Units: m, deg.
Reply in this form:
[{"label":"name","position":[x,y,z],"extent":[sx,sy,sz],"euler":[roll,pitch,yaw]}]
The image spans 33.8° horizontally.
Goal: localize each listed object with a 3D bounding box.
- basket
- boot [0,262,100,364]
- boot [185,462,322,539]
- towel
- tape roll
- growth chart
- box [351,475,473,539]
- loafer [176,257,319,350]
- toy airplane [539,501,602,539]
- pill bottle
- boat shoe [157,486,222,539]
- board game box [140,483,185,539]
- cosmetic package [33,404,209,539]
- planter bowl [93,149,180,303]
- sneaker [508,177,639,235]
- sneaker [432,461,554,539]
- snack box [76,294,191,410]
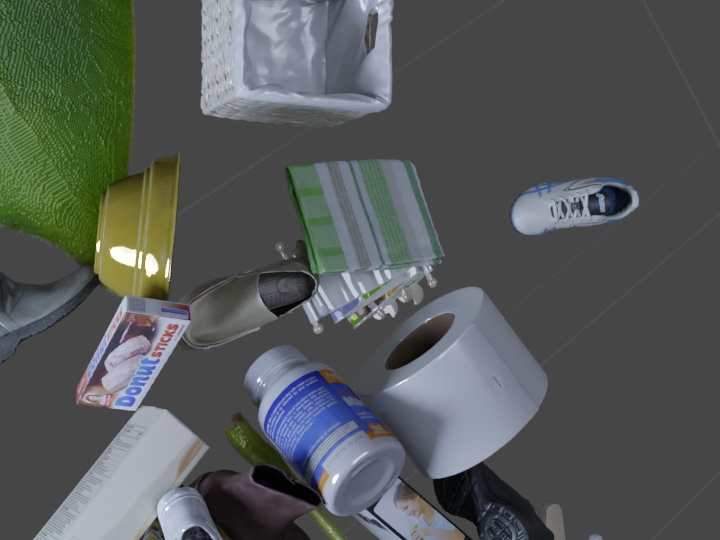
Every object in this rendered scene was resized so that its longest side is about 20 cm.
[{"label":"basket","position":[-0.079,-0.282,1.418],"extent":[0.199,0.161,0.200],"euler":[2,85,-25]},{"label":"boot","position":[-0.391,0.018,1.300],"extent":[0.200,0.068,0.131],"euler":[-39,97,-24]},{"label":"boot","position":[-0.095,0.285,1.351],"extent":[0.200,0.166,0.073],"euler":[34,54,-28]},{"label":"towel","position":[0.004,-0.067,1.480],"extent":[0.199,0.031,0.150],"euler":[-6,71,-37]},{"label":"tape roll","position":[0.111,0.136,1.454],"extent":[0.203,0.202,0.139],"euler":[-43,105,-22]},{"label":"growth chart","position":[0.000,0.000,1.512],"extent":[0.199,0.018,0.146],"euler":[-23,96,-25]},{"label":"box","position":[0.054,0.310,1.462],"extent":[0.200,0.116,0.060],"euler":[44,72,-18]},{"label":"loafer","position":[-0.136,0.035,1.411],"extent":[0.199,0.068,0.076],"euler":[-26,97,-19]},{"label":"toy airplane","position":[0.245,0.419,1.547],"extent":[0.199,0.140,0.201],"euler":[47,52,-56]},{"label":"pill bottle","position":[-0.049,0.178,1.374],"extent":[0.112,0.200,0.112],"euler":[-28,142,-24]},{"label":"boat shoe","position":[-0.170,0.327,1.309],"extent":[0.072,0.069,0.201],"euler":[-17,127,-16]},{"label":"board game box","position":[-0.191,0.357,1.391],"extent":[0.105,0.023,0.200],"euler":[-43,104,-24]},{"label":"cosmetic package","position":[-0.267,0.251,1.318],"extent":[0.071,0.105,0.200],"euler":[44,71,-18]},{"label":"planter bowl","position":[-0.249,-0.038,1.308],"extent":[0.083,0.200,0.202],"euler":[6,83,-10]},{"label":"sneaker","position":[0.295,-0.091,1.632],"extent":[0.199,0.072,0.072],"euler":[-12,93,-25]},{"label":"sneaker","position":[0.165,0.294,1.491],"extent":[0.090,0.200,0.076],"euler":[14,115,-42]},{"label":"snack box","position":[-0.250,0.093,1.293],"extent":[0.071,0.200,0.024],"euler":[9,52,-25]}]
